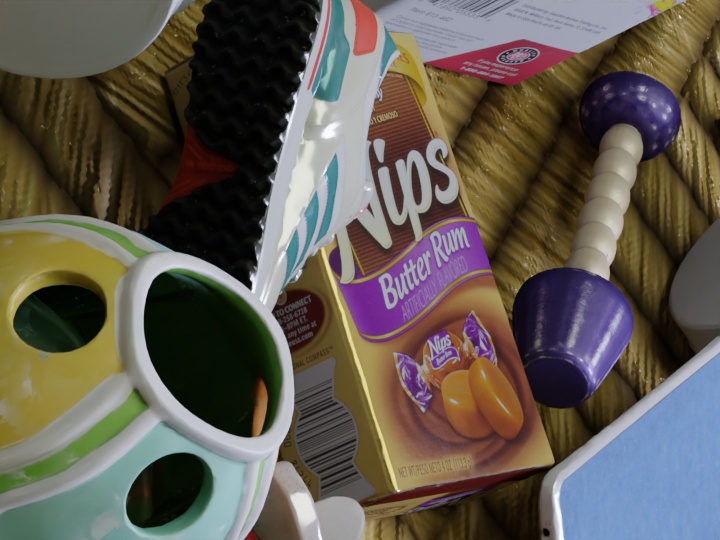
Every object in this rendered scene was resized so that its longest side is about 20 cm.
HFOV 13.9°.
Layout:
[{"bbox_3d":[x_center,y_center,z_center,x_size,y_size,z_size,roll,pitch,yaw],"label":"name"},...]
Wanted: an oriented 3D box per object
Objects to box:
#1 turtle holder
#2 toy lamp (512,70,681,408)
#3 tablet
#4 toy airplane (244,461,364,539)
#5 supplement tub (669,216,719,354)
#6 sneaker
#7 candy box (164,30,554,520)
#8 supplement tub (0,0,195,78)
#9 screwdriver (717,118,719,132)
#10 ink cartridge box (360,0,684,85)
[{"bbox_3d":[-0.107,0.036,0.989,0.186,0.132,0.141,50,38,-21],"label":"turtle holder"},{"bbox_3d":[0.108,-0.015,1.374,0.058,0.058,0.200,47,36,-24],"label":"toy lamp"},{"bbox_3d":[0.130,0.119,1.320,0.200,0.014,0.131,-31,119,-56],"label":"tablet"},{"bbox_3d":[0.009,0.158,1.059,0.199,0.141,0.200,28,60,-15],"label":"toy airplane"},{"bbox_3d":[0.259,0.056,1.463,0.200,0.132,0.132,49,37,-20],"label":"supplement tub"},{"bbox_3d":[-0.034,-0.015,1.118,0.093,0.070,0.200,23,82,-52],"label":"sneaker"},{"bbox_3d":[0.000,0.000,1.221,0.117,0.056,0.201,-4,72,-53],"label":"candy box"},{"bbox_3d":[-0.099,-0.181,1.122,0.145,0.144,0.200,48,38,-23],"label":"supplement tub"},{"bbox_3d":[0.256,-0.010,1.583,0.200,0.029,0.028,49,37,-13],"label":"screwdriver"},{"bbox_3d":[0.095,-0.166,1.319,0.146,0.200,0.083,10,62,-50],"label":"ink cartridge box"}]
